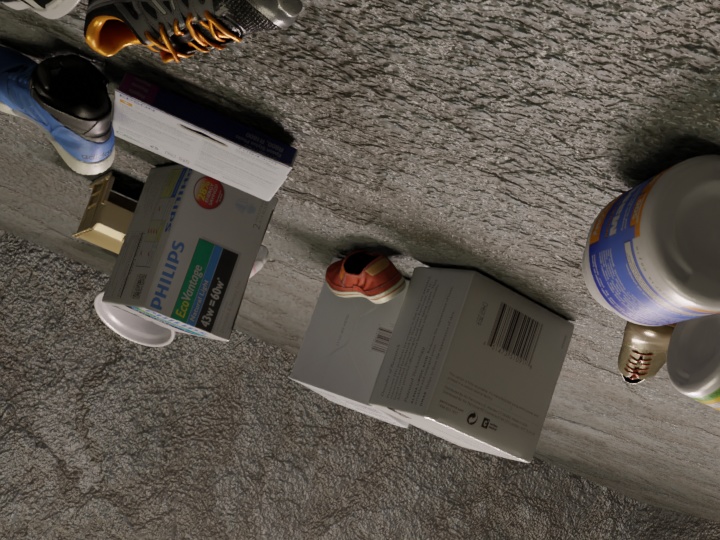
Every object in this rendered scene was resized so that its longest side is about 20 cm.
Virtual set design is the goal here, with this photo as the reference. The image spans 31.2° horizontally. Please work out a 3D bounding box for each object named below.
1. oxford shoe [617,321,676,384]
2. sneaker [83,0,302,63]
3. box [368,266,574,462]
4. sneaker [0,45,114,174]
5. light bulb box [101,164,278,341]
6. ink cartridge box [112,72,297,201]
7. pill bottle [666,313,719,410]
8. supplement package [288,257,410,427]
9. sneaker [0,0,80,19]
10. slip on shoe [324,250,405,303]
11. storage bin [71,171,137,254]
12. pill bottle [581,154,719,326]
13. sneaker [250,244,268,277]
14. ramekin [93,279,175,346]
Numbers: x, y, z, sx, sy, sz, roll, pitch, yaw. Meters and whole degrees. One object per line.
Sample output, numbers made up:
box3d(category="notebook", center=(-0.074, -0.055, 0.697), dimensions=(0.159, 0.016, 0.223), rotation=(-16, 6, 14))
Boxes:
box3d(category="oxford shoe", center=(0.336, 0.092, 1.500), dimensions=(0.070, 0.076, 0.200), rotation=(19, 170, 15))
box3d(category="sneaker", center=(-0.124, -0.187, 0.933), dimensions=(0.199, 0.078, 0.078), rotation=(11, 165, 39))
box3d(category="box", center=(0.147, 0.123, 1.694), dimensions=(0.198, 0.202, 0.130), rotation=(26, 168, -32))
box3d(category="sneaker", center=(-0.330, -0.198, 1.343), dimensions=(0.200, 0.077, 0.112), rotation=(43, 146, 17))
box3d(category="light bulb box", center=(-0.225, -0.025, 1.674), dimensions=(0.124, 0.200, 0.199), rotation=(23, 172, -26))
box3d(category="ink cartridge box", center=(-0.166, -0.144, 1.367), dimensions=(0.195, 0.044, 0.200), rotation=(24, 168, -8))
box3d(category="pill bottle", center=(0.418, 0.106, 1.294), dimensions=(0.198, 0.112, 0.111), rotation=(24, 170, -18))
box3d(category="supplement package", center=(0.017, 0.113, 1.943), dimensions=(0.146, 0.193, 0.200), rotation=(18, 171, 20))
box3d(category="sneaker", center=(-0.268, -0.240, 0.947), dimensions=(0.111, 0.074, 0.199), rotation=(25, 171, -32))
box3d(category="slip on shoe", center=(0.000, 0.000, 1.776), dimensions=(0.062, 0.074, 0.200), rotation=(60, 164, -15))
box3d(category="storage bin", center=(-0.327, -0.064, 1.997), dimensions=(0.198, 0.095, 0.198), rotation=(24, 169, -19))
box3d(category="pill bottle", center=(0.239, -0.016, 1.000), dimensions=(0.111, 0.113, 0.200), rotation=(21, 170, -5))
box3d(category="sneaker", center=(-0.208, -0.052, 1.857), dimensions=(0.200, 0.099, 0.078), rotation=(42, 152, 23))
box3d(category="ramekin", center=(-0.497, 0.075, 2.933), dimensions=(0.198, 0.098, 0.201), rotation=(15, 144, 11))
